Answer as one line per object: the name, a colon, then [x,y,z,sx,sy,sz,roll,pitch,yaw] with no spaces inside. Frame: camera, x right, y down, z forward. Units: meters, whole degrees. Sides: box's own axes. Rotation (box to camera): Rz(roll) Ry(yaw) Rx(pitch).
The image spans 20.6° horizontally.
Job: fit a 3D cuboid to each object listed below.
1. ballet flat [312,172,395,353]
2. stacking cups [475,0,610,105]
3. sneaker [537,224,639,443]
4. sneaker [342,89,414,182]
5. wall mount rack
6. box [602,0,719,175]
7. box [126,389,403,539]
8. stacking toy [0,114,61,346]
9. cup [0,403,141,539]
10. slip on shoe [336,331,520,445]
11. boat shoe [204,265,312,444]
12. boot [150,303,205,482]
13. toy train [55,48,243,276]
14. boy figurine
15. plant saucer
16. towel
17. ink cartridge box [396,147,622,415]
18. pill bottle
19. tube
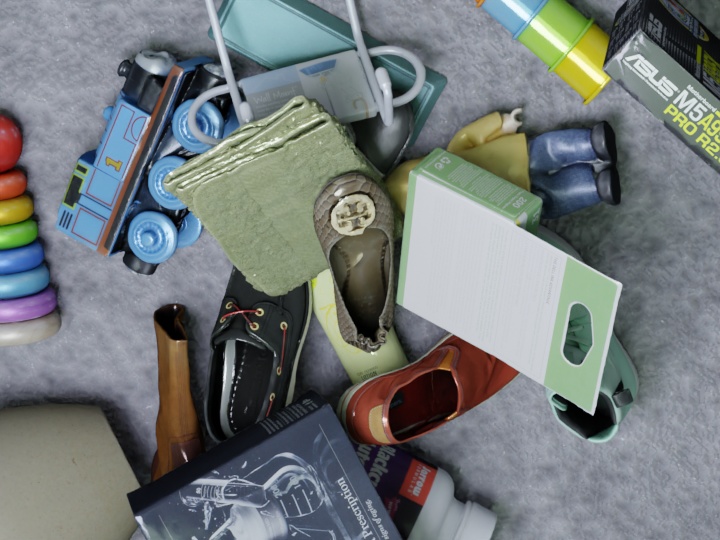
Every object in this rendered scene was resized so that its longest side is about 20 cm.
ballet flat: [0.000,0.000,1.614,0.067,0.046,0.201,-11,139,-6]
stacking cups: [0.127,-0.221,1.605,0.200,0.061,0.061,42,111,0]
sneaker: [0.165,0.050,1.654,0.074,0.118,0.201,-33,99,21]
sneaker: [-0.048,-0.087,1.635,0.200,0.088,0.074,-33,67,17]
wall mount rack: [-0.052,-0.181,1.607,0.199,0.174,0.075,-15,147,-6]
box: [0.262,-0.140,1.525,0.160,0.200,0.044,42,111,-5]
box: [-0.064,0.231,1.620,0.182,0.104,0.201,-29,98,-6]
stacking toy: [-0.313,-0.039,1.742,0.085,0.085,0.201,-1,102,11]
cup: [-0.273,0.197,1.767,0.143,0.200,0.201,-28,103,-8]
slip on shoe: [0.073,0.097,1.664,0.061,0.199,0.074,10,117,52]
boat shoe: [-0.089,0.055,1.697,0.073,0.063,0.203,5,85,24]
boot: [-0.146,0.149,1.719,0.068,0.188,0.201,0,111,-7]
toy train: [-0.177,-0.096,1.686,0.114,0.087,0.201,27,110,9]
boy figurine: [0.114,-0.069,1.646,0.199,0.064,0.125,-10,85,16]
plant saucer: [-0.030,-0.177,1.665,0.199,0.019,0.070,28,112,-1]
towel: [-0.055,-0.057,1.592,0.148,0.037,0.200,-25,144,11]
ink cartridge box: [0.123,0.008,1.580,0.199,0.048,0.146,28,136,23]
pill bottle: [0.014,0.207,1.741,0.199,0.111,0.112,26,112,0]
tube: [-0.004,0.048,1.724,0.058,0.052,0.201,-27,96,-16]
